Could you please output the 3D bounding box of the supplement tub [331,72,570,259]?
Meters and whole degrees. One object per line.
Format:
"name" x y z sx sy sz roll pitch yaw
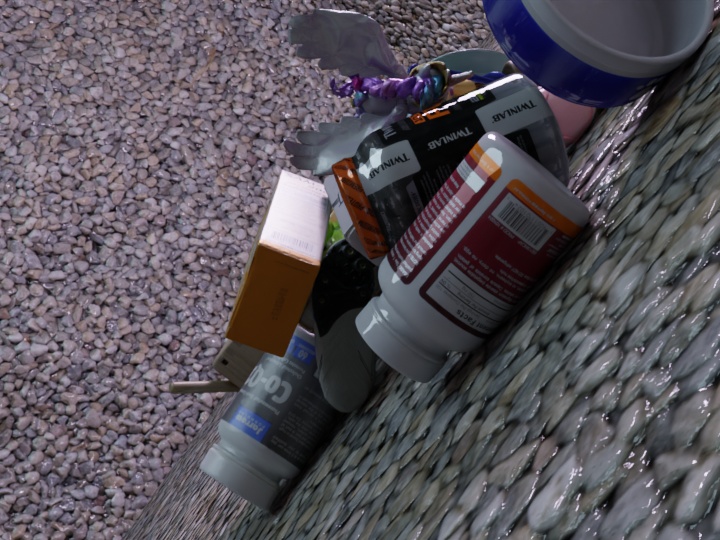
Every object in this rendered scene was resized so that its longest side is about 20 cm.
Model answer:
"supplement tub" 0.082 -0.092 0.977 0.199 0.123 0.123 -23 5 -2

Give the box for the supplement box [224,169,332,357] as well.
"supplement box" -0.089 -0.013 1.193 0.200 0.073 0.126 -83 14 -62

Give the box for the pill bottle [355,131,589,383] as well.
"pill bottle" 0.088 -0.007 0.887 0.200 0.113 0.113 -50 6 14

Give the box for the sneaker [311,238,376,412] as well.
"sneaker" -0.018 0.057 1.166 0.073 0.071 0.201 -92 2 -70

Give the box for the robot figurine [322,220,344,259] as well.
"robot figurine" -0.006 0.011 1.367 0.115 0.175 0.200 -36 33 15

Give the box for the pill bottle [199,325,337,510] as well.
"pill bottle" -0.097 0.173 1.247 0.200 0.114 0.114 -57 7 -13

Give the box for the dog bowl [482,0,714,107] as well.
"dog bowl" 0.213 -0.251 0.951 0.200 0.200 0.079 -56 4 -31

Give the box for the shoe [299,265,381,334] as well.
"shoe" 0.000 0.000 1.242 0.200 0.070 0.054 -44 -29 -38

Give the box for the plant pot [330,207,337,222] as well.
"plant pot" -0.042 0.015 1.673 0.200 0.142 0.200 -51 5 7

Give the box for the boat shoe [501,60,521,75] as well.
"boat shoe" 0.234 -0.245 1.501 0.076 0.072 0.200 -19 -9 -8

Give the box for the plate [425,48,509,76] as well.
"plate" 0.161 -0.255 1.588 0.200 0.199 0.026 -46 38 47

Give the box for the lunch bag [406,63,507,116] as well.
"lunch bag" 0.117 -0.169 1.301 0.170 0.199 0.125 150 123 -67

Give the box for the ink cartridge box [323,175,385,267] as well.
"ink cartridge box" 0.047 -0.053 1.153 0.086 0.146 0.200 -49 19 8

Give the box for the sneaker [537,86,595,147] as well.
"sneaker" 0.153 -0.128 1.107 0.199 0.076 0.105 -23 16 21

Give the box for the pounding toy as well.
"pounding toy" -0.118 0.123 1.392 0.142 0.184 0.200 -50 6 19

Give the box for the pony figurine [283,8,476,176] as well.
"pony figurine" 0.027 -0.179 1.081 0.200 0.192 0.168 -2 -89 -79

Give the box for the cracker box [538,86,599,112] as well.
"cracker box" 0.267 -0.243 1.190 0.134 0.058 0.200 -46 9 42
